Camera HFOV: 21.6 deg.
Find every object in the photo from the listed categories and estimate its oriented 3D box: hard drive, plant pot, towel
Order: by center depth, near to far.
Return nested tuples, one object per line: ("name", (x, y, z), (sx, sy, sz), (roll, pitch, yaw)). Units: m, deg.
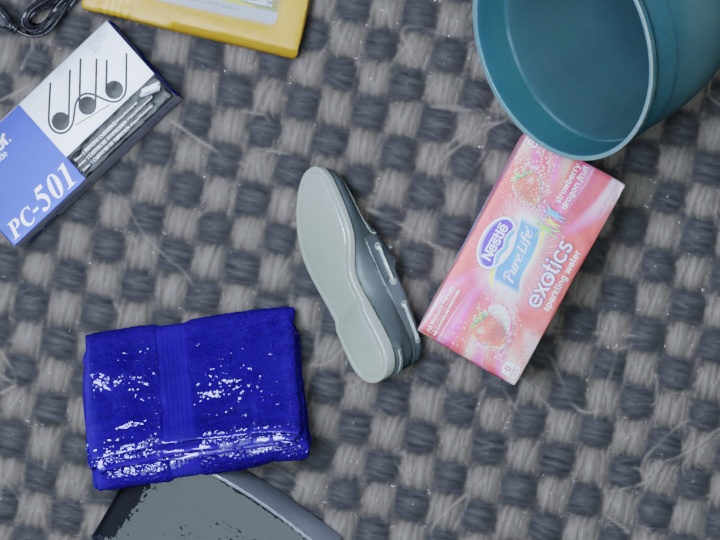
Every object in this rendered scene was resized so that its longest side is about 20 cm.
("plant pot", (0.229, -0.218, 1.587), (0.187, 0.200, 0.201), (-26, 90, -35))
("towel", (-0.148, 0.110, 1.674), (0.199, 0.050, 0.149), (-8, 70, 0))
("hard drive", (-0.132, 0.244, 1.702), (0.199, 0.042, 0.135), (31, 93, 2))

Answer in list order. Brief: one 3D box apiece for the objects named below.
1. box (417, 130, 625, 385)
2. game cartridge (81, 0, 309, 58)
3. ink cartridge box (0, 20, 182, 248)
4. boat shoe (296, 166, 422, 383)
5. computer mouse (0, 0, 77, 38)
("box", (0.140, -0.012, 1.656), (0.102, 0.095, 0.201), (30, 93, 3))
("game cartridge", (-0.135, -0.297, 1.684), (0.199, 0.032, 0.177), (12, 92, -6))
("ink cartridge box", (-0.265, -0.122, 1.699), (0.200, 0.044, 0.094), (-42, 87, 3))
("boat shoe", (0.000, 0.000, 1.692), (0.062, 0.073, 0.201), (-15, 82, -40))
("computer mouse", (-0.322, -0.306, 1.699), (0.200, 0.046, 0.141), (42, 89, -10))
